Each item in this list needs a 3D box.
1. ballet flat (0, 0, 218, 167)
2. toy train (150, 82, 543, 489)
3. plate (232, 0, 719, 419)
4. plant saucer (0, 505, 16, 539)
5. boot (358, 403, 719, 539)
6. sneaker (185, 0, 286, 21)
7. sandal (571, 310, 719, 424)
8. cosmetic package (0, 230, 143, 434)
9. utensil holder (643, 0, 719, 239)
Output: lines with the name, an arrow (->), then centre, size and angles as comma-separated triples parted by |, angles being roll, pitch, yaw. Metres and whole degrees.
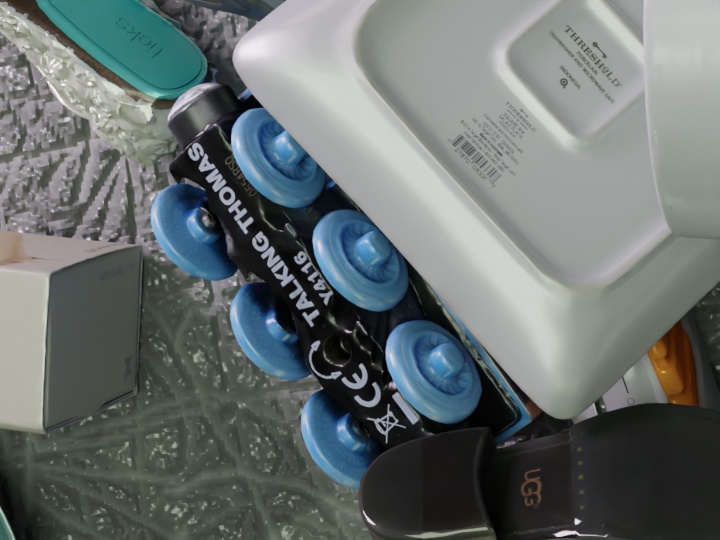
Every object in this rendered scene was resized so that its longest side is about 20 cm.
ballet flat -> -0.145, -0.118, 1.265 | 0.200, 0.072, 0.072 | 46, 110, 14
toy train -> 0.000, 0.000, 1.203 | 0.087, 0.114, 0.200 | -40, 85, 38
plate -> 0.084, -0.076, 1.146 | 0.200, 0.032, 0.200 | -41, 85, -17
plant saucer -> -0.236, 0.151, 1.352 | 0.199, 0.036, 0.201 | 3, 99, 20
boot -> 0.095, 0.135, 1.172 | 0.199, 0.069, 0.174 | 0, 138, 14
sneaker -> 0.001, -0.134, 1.211 | 0.199, 0.081, 0.074 | 9, 74, 1
sandal -> 0.116, 0.061, 1.191 | 0.059, 0.079, 0.207 | -22, 92, 19
cosmetic package -> -0.207, 0.018, 1.287 | 0.199, 0.104, 0.073 | 5, 99, 18
utensil holder -> 0.212, -0.088, 1.039 | 0.199, 0.170, 0.171 | 1, 98, 16
